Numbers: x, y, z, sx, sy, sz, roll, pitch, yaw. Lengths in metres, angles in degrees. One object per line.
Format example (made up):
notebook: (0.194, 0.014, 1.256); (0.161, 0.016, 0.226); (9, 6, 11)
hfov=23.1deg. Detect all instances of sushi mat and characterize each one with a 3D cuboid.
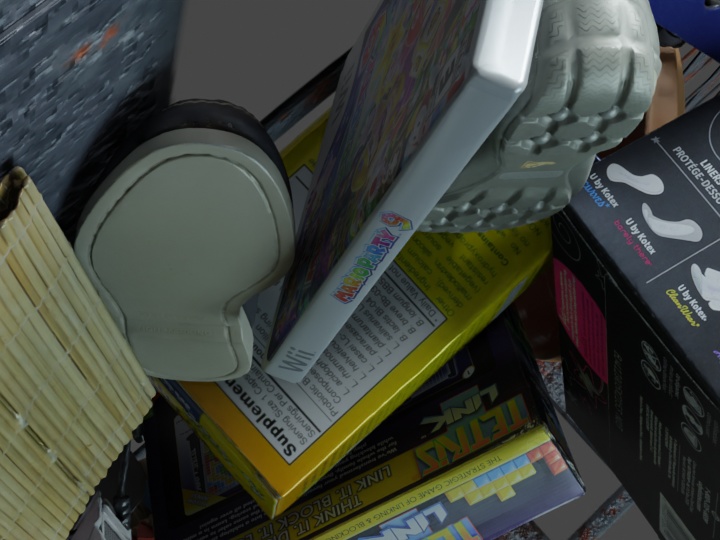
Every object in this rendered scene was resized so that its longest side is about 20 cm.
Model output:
sushi mat: (-0.109, 0.046, 0.565); (0.096, 0.012, 0.200); (-58, 165, -16)

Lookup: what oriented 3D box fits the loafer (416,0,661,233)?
loafer: (0.054, -0.063, 0.634); (0.069, 0.070, 0.200); (0, 165, -16)

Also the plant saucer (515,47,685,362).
plant saucer: (0.114, -0.054, 0.880); (0.200, 0.032, 0.202); (-172, -90, -76)

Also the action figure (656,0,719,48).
action figure: (0.121, -0.134, 0.722); (0.199, 0.103, 0.119); (-2, 156, -39)

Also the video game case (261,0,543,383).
video game case: (0.018, -0.065, 0.571); (0.200, 0.018, 0.144); (126, -19, -57)

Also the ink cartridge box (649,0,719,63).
ink cartridge box: (0.194, -0.145, 0.633); (0.200, 0.041, 0.199); (-46, 149, 20)

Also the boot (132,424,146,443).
boot: (-0.063, 0.060, 0.990); (0.130, 0.068, 0.200); (-34, 169, -20)

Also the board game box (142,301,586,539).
board game box: (-0.006, 0.080, 0.860); (0.199, 0.057, 0.166); (-27, -142, 10)

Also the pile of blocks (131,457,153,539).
pile of blocks: (-0.135, 0.157, 1.087); (0.062, 0.083, 0.199); (-13, 169, -47)

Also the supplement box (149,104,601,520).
supplement box: (0.000, 0.000, 0.774); (0.200, 0.109, 0.110); (-41, 173, -11)

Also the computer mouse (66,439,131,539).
computer mouse: (-0.117, 0.132, 0.733); (0.110, 0.044, 0.202); (-162, -105, -80)

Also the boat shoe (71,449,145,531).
boat shoe: (-0.172, 0.136, 0.809); (0.070, 0.071, 0.200); (-47, 178, 25)

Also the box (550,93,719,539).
box: (0.164, 0.036, 0.745); (0.114, 0.132, 0.200); (-30, 149, -8)

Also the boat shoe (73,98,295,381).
boat shoe: (-0.060, -0.019, 0.617); (0.200, 0.072, 0.063); (106, -11, -67)
